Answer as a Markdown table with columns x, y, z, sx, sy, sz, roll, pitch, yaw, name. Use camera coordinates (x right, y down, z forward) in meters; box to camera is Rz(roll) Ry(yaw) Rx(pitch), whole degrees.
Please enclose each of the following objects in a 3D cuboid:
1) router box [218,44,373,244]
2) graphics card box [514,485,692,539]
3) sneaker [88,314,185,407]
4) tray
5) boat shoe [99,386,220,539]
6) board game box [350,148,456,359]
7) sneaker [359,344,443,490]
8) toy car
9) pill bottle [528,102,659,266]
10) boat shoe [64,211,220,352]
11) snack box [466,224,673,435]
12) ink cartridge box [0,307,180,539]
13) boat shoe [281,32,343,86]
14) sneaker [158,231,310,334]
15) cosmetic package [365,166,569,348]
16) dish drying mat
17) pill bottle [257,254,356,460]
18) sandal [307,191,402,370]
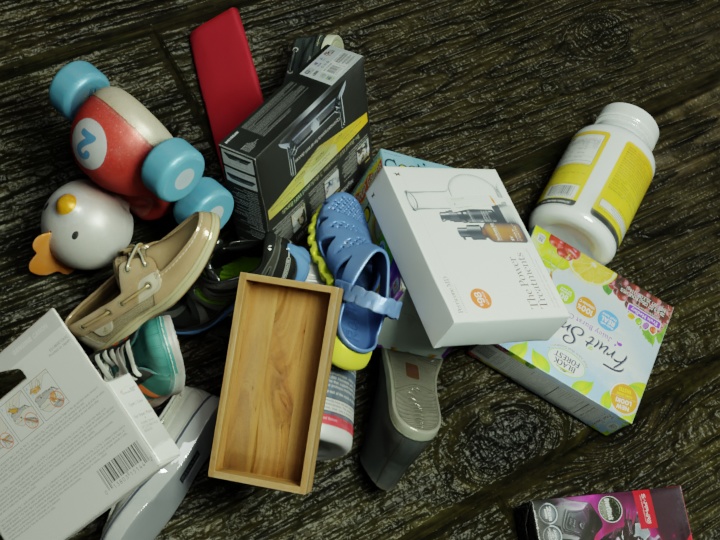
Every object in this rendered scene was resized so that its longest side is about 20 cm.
| x | y | z | sx | sy | sz | roll | pitch | yaw | name |
| --- | --- | --- | --- | --- | --- | --- | --- | --- | --- |
| -0.065 | -0.128 | 1.347 | 0.052 | 0.157 | 0.200 | 23 | 52 | 26 | router box |
| 0.278 | 0.313 | 1.372 | 0.200 | 0.051 | 0.126 | -1 | 71 | -19 | graphics card box |
| -0.225 | 0.101 | 1.189 | 0.080 | 0.200 | 0.071 | -12 | 73 | -25 | sneaker |
| -0.082 | 0.108 | 1.194 | 0.098 | 0.037 | 0.200 | 9 | 89 | 10 | tray |
| -0.212 | 0.201 | 1.239 | 0.070 | 0.071 | 0.200 | 23 | 65 | 21 | boat shoe |
| 0.056 | -0.019 | 1.352 | 0.105 | 0.103 | 0.200 | 13 | 47 | -23 | board game box |
| 0.037 | 0.139 | 1.348 | 0.075 | 0.106 | 0.200 | 21 | 35 | -11 | sneaker |
| -0.273 | -0.073 | 1.266 | 0.184 | 0.177 | 0.200 | 38 | 81 | 24 | toy car |
| 0.293 | -0.108 | 1.505 | 0.112 | 0.112 | 0.200 | 34 | 63 | -4 | pill bottle |
| -0.220 | 0.008 | 1.239 | 0.064 | 0.200 | 0.071 | 37 | 17 | -26 | boat shoe |
| 0.249 | 0.071 | 1.445 | 0.200 | 0.068 | 0.169 | 31 | 63 | -5 | snack box |
| -0.293 | 0.156 | 1.157 | 0.176 | 0.200 | 0.045 | 55 | 22 | 5 | ink cartridge box |
| -0.080 | -0.186 | 1.428 | 0.066 | 0.075 | 0.200 | 14 | 84 | 19 | boat shoe |
| -0.147 | 0.006 | 1.274 | 0.083 | 0.199 | 0.071 | 43 | 37 | -40 | sneaker |
| 0.109 | -0.018 | 1.272 | 0.151 | 0.052 | 0.200 | -3 | 55 | -31 | cosmetic package |
| -0.146 | -0.199 | 1.413 | 0.018 | 0.077 | 0.200 | 13 | 58 | -62 | dish drying mat |
| -0.062 | 0.091 | 1.297 | 0.119 | 0.120 | 0.200 | 10 | 67 | -16 | pill bottle |
| 0.000 | 0.000 | 1.256 | 0.079 | 0.087 | 0.200 | 15 | 50 | -35 | sandal |
